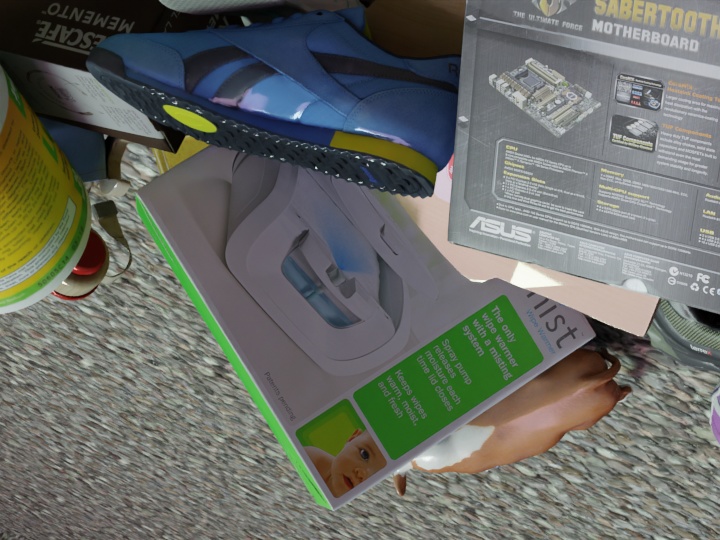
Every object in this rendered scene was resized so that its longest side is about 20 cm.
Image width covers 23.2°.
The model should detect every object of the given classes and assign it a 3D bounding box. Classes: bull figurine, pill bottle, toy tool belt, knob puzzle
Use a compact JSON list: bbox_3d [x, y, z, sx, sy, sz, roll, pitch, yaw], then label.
[{"bbox_3d":[0.104,0.106,1.274,0.199,0.066,0.121,-20,178,21],"label":"bull figurine"},{"bbox_3d":[-0.233,-0.067,0.968,0.110,0.112,0.200,17,158,22],"label":"pill bottle"},{"bbox_3d":[-0.199,-0.090,1.138,0.123,0.124,0.202,-33,76,57],"label":"toy tool belt"},{"bbox_3d":[0.083,-0.083,0.878,0.218,0.030,0.221,13,120,23],"label":"knob puzzle"}]

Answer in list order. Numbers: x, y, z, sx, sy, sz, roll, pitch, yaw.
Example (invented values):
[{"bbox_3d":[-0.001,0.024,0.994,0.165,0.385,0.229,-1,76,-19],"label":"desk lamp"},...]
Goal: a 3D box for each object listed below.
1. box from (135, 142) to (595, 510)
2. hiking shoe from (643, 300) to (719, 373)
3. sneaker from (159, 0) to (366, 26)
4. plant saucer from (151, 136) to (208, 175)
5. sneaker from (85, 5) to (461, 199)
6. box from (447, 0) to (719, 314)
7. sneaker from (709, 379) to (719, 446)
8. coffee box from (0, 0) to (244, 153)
[{"bbox_3d":[0.000,0.000,0.970,0.201,0.176,0.097,59,172,0],"label":"box"},{"bbox_3d":[0.257,0.046,1.044,0.199,0.076,0.101,23,164,10],"label":"hiking shoe"},{"bbox_3d":[-0.043,-0.161,0.912,0.070,0.081,0.200,-8,169,19],"label":"sneaker"},{"bbox_3d":[-0.062,-0.033,1.108,0.199,0.048,0.202,-6,104,56],"label":"plant saucer"},{"bbox_3d":[-0.040,-0.098,0.881,0.198,0.079,0.066,16,170,17],"label":"sneaker"},{"bbox_3d":[0.142,-0.068,0.805,0.198,0.048,0.160,15,119,22],"label":"box"},{"bbox_3d":[0.263,0.124,1.182,0.072,0.115,0.201,20,161,10],"label":"sneaker"},{"bbox_3d":[-0.178,-0.153,1.018,0.199,0.115,0.080,17,158,25],"label":"coffee box"}]
